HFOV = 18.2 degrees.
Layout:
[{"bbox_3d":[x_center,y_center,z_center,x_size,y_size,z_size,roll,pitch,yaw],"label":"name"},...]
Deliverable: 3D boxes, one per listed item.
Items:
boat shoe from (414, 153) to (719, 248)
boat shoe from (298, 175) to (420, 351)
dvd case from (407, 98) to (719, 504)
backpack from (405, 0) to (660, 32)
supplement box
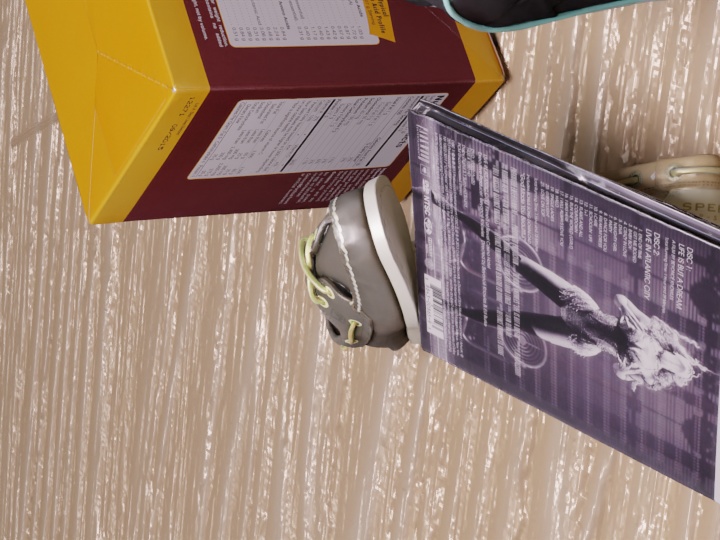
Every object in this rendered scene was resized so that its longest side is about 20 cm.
[{"bbox_3d":[0.105,-0.026,1.100,0.199,0.073,0.063,4,90,48],"label":"boat shoe"},{"bbox_3d":[0.000,0.003,1.178,0.202,0.060,0.073,66,-165,-75],"label":"boat shoe"},{"bbox_3d":[0.105,0.016,1.043,0.199,0.016,0.149,27,138,33],"label":"dvd case"},{"bbox_3d":[0.093,-0.202,0.976,0.153,0.199,0.177,-143,49,-58],"label":"backpack"},{"bbox_3d":[-0.061,-0.148,1.223,0.133,0.199,0.198,-48,53,50],"label":"supplement box"}]
